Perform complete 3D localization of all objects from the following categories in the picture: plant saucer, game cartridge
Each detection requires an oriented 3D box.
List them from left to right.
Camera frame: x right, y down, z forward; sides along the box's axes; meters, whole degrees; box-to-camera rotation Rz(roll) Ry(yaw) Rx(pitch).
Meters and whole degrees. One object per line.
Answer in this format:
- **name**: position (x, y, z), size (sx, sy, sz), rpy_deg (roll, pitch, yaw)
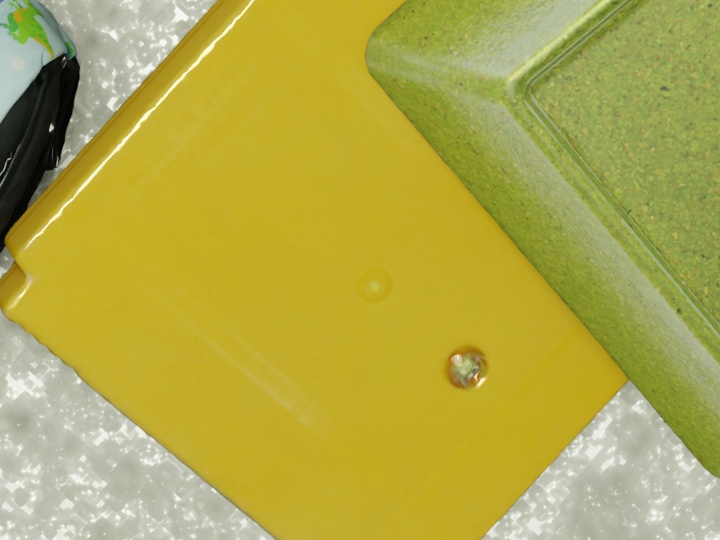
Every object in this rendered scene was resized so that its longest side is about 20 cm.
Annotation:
- **game cartridge**: position (0.000, 0.000, 0.873), size (0.176, 0.032, 0.200), rpy_deg (-47, 114, 2)
- **plant saucer**: position (0.137, -0.054, 0.818), size (0.200, 0.048, 0.200), rpy_deg (-39, 103, 9)

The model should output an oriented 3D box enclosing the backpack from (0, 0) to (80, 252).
- **backpack**: position (-0.179, -0.022, 0.851), size (0.200, 0.163, 0.154), rpy_deg (-39, 84, -5)
